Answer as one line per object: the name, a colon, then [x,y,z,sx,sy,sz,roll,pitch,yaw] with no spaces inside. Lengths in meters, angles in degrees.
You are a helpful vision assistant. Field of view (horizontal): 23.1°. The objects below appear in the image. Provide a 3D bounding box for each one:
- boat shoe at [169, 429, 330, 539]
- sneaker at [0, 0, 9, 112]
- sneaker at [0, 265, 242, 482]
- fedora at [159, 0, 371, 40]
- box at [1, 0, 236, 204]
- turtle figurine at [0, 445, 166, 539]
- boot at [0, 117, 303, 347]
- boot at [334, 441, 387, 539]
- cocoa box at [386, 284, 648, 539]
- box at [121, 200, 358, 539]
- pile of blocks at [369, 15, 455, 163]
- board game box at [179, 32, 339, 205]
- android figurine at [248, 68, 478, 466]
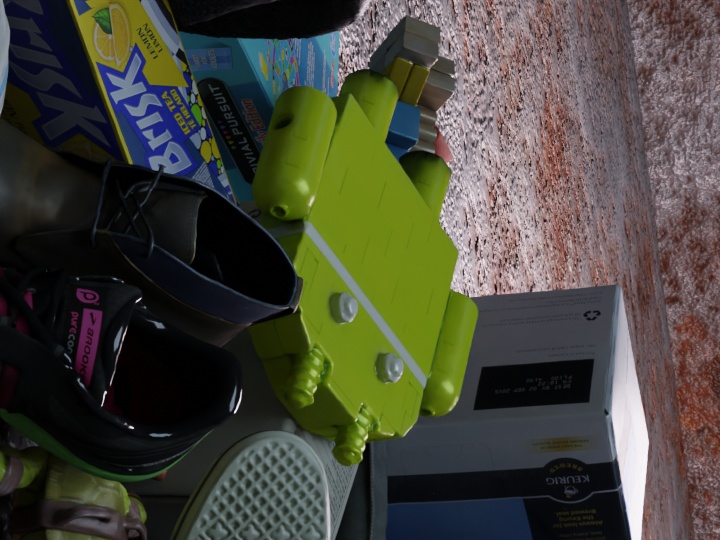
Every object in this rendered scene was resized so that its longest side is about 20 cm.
boat shoe: [-0.064,0.160,0.791,0.062,0.074,0.201,-128,-131,-65]
sneaker: [-0.164,-0.026,0.521,0.200,0.076,0.081,-72,-176,-50]
sneaker: [-0.123,0.019,0.619,0.199,0.084,0.077,20,58,-42]
fedora: [-0.052,-0.151,0.775,0.200,0.199,0.092,2,86,-73]
box: [-0.117,-0.081,0.742,0.064,0.070,0.201,-57,140,-46]
turtle figurine: [-0.116,0.113,0.709,0.200,0.064,0.162,47,41,-64]
boot: [-0.107,-0.031,0.680,0.200,0.097,0.075,48,35,-41]
boot: [-0.033,0.179,0.939,0.072,0.182,0.200,31,16,-27]
cocoa box: [0.070,0.105,1.092,0.134,0.199,0.132,-72,152,-53]
box: [-0.044,0.065,0.900,0.201,0.077,0.095,-70,152,-42]
pile of blocks: [0.016,-0.043,1.020,0.201,0.062,0.082,-66,-158,19]
board game box: [-0.063,-0.136,0.969,0.200,0.047,0.152,64,22,-51]
android figurine: [0.000,0.000,0.865,0.182,0.041,0.201,55,36,-36]
